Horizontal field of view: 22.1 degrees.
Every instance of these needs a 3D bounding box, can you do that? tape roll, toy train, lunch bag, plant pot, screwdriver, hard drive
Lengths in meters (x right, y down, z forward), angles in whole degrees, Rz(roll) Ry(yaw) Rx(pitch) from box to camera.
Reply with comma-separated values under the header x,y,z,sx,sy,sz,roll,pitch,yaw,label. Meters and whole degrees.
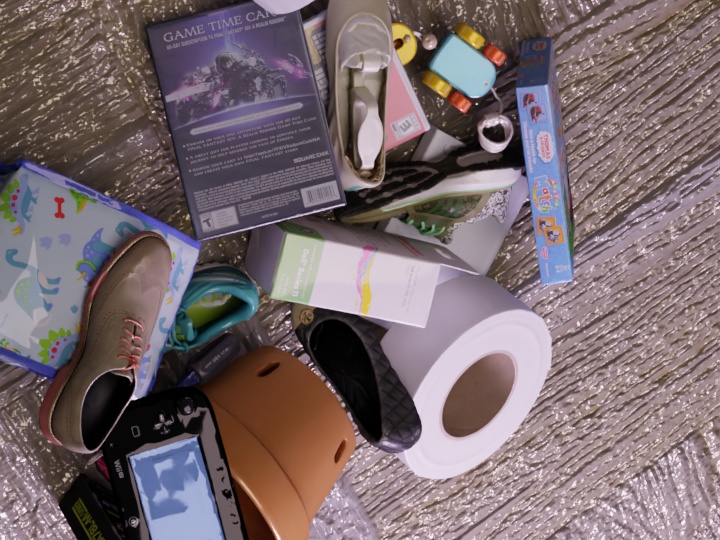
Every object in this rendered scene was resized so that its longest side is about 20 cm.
x,y,z,sx,sy,sz,roll,pitch,yaw,label
0.098,0.107,1.846,0.201,0.071,0.204,-27,136,-29,tape roll
0.044,-0.166,1.769,0.198,0.056,0.152,-5,103,-8,toy train
-0.256,0.015,1.644,0.198,0.127,0.172,23,83,-21,lunch bag
-0.098,0.168,1.757,0.140,0.199,0.201,-42,120,-25,plant pot
-0.177,0.121,1.671,0.200,0.028,0.029,-45,130,-35,screwdriver
0.077,-0.029,1.856,0.131,0.027,0.201,25,95,-29,hard drive

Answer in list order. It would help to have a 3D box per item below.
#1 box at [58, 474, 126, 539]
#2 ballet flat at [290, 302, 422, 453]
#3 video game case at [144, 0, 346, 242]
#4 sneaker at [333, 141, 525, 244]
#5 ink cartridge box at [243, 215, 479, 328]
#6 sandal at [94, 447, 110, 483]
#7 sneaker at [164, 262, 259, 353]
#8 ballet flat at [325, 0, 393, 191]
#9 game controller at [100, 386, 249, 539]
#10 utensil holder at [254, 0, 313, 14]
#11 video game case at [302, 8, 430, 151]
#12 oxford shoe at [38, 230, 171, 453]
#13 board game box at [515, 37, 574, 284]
x,y,z,sx,sy,sz,roll,pitch,yaw,label
-0.179,0.293,1.747,0.200,0.193,0.048,38,93,-31,box
-0.008,0.092,1.766,0.067,0.200,0.057,-49,148,16,ballet flat
-0.104,-0.140,1.674,0.141,0.019,0.202,-14,88,-4,video game case
0.070,-0.059,1.791,0.198,0.077,0.089,-13,120,-17,sneaker
0.000,0.000,1.755,0.198,0.117,0.068,11,101,-19,ink cartridge box
-0.220,0.199,1.766,0.045,0.075,0.201,-35,121,-11,sandal
-0.188,0.047,1.726,0.198,0.080,0.078,-23,114,-15,sneaker
0.003,-0.170,1.682,0.069,0.069,0.202,-4,103,-24,ballet flat
-0.160,0.207,1.617,0.103,0.042,0.202,-16,90,-21,game controller
-0.101,-0.343,1.589,0.200,0.170,0.171,37,90,-33,utensil holder
-0.052,-0.153,1.721,0.199,0.017,0.144,-27,105,-2,video game case
-0.202,0.065,1.578,0.070,0.075,0.202,24,86,-38,oxford shoe
0.183,-0.110,1.811,0.036,0.152,0.202,-7,113,10,board game box
